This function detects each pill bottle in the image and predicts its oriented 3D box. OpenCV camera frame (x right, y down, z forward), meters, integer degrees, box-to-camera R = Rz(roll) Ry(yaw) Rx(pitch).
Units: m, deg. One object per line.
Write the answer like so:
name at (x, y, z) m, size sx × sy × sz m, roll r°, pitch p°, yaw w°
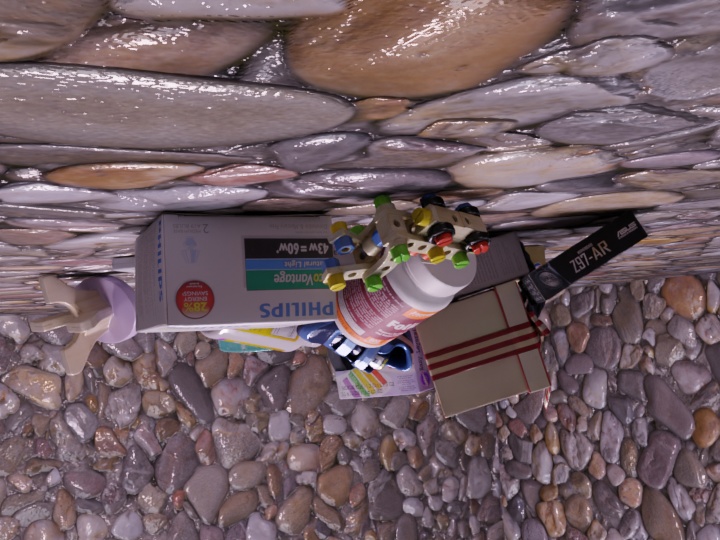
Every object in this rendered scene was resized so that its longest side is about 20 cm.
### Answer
pill bottle at (-0.144, 0.067, 1.321) m, size 0.200 × 0.104 × 0.104 m, roll 16°, pitch 164°, yaw -39°
pill bottle at (0.056, 0.018, 1.144) m, size 0.114 × 0.114 × 0.200 m, roll 0°, pitch 156°, yaw -36°

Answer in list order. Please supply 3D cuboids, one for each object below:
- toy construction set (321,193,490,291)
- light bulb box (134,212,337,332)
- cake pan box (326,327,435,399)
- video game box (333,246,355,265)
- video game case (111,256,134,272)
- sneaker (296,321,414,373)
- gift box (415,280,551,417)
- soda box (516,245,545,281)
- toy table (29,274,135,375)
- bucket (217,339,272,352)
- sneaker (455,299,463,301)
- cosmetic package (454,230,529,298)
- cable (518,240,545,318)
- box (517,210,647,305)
toy construction set at (0.059, -0.029, 0.926) m, size 0.131 × 0.092 × 0.200 m, roll -37°, pitch 164°, yaw 34°
light bulb box at (-0.154, 0.007, 1.014) m, size 0.198 × 0.125 × 0.200 m, roll -1°, pitch 174°, yaw -24°
cake pan box at (0.026, 0.122, 1.466) m, size 0.200 × 0.184 × 0.052 m, roll -10°, pitch 177°, yaw 44°
video game box at (-0.034, -0.019, 1.302) m, size 0.200 × 0.047 × 0.182 m, roll -4°, pitch 173°, yaw 3°
video game case at (-0.259, -0.011, 1.365) m, size 0.200 × 0.022 × 0.182 m, roll -5°, pitch 176°, yaw 15°
sneaker at (0.001, 0.100, 1.240) m, size 0.200 × 0.082 × 0.074 m, roll 10°, pitch 138°, yaw -35°
gift box at (0.196, 0.128, 1.314) m, size 0.187 × 0.200 × 0.185 m, roll -20°, pitch 180°, yaw 4°
soda box at (0.280, -0.004, 1.634) m, size 0.068 × 0.064 × 0.200 m, roll -3°, pitch 175°, yaw -14°
toy table at (-0.499, 0.083, 1.545) m, size 0.200 × 0.184 × 0.117 m, roll -19°, pitch -177°, yaw 43°
bucket at (-0.163, 0.062, 1.492) m, size 0.207 × 0.135 × 0.207 m, roll -6°, pitch -176°, yaw 0°
sneaker at (0.114, 0.077, 1.508) m, size 0.200 × 0.070 × 0.093 m, roll 4°, pitch 173°, yaw 22°
cosmetic package at (0.145, 0.007, 1.315) m, size 0.200 × 0.071 × 0.101 m, roll -17°, pitch 175°, yaw -3°
cable at (0.200, 0.044, 1.418) m, size 0.200 × 0.163 × 0.051 m, roll -19°, pitch -174°, yaw 2°
box at (0.307, -0.012, 1.214) m, size 0.160 × 0.044 × 0.200 m, roll -33°, pitch 173°, yaw 4°
